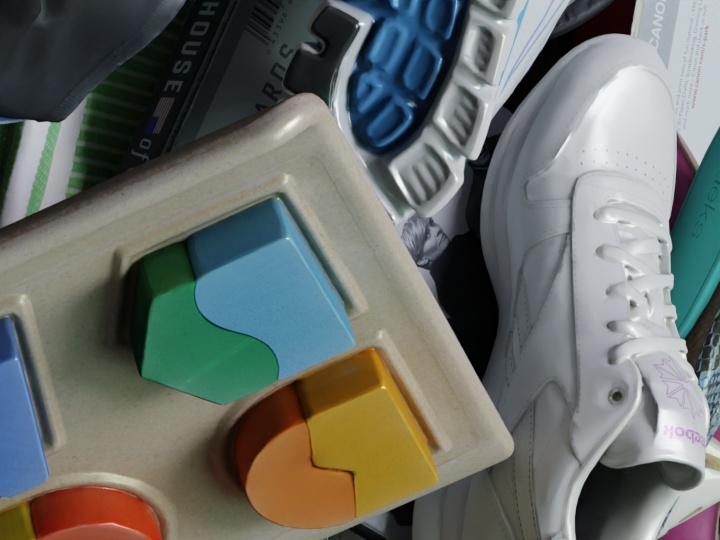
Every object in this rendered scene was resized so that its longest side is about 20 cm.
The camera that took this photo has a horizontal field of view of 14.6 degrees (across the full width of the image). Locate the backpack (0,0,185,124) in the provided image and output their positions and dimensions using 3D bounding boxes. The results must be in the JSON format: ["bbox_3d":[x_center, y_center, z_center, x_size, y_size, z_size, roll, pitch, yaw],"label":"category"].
[{"bbox_3d":[-0.110,-0.135,0.656,0.200,0.154,0.191,26,73,-51],"label":"backpack"}]

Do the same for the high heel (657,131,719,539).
[{"bbox_3d":[0.102,0.047,1.033,0.067,0.096,0.200,-89,165,-79],"label":"high heel"}]

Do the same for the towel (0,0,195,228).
[{"bbox_3d":[-0.049,-0.045,0.907,0.200,0.023,0.153,3,101,-57],"label":"towel"}]

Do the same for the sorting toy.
[{"bbox_3d":[-0.063,0.047,0.812,0.185,0.037,0.200,-24,142,6],"label":"sorting toy"}]

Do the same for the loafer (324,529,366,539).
[{"bbox_3d":[0.002,0.099,0.987,0.070,0.070,0.200,-23,128,-44],"label":"loafer"}]

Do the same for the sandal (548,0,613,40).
[{"bbox_3d":[0.090,-0.172,1.020,0.048,0.075,0.201,38,71,-74],"label":"sandal"}]

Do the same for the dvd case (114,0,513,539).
[{"bbox_3d":[0.000,0.000,0.912,0.200,0.025,0.150,35,72,-40],"label":"dvd case"}]

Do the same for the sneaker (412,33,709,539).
[{"bbox_3d":[0.083,0.023,0.910,0.075,0.100,0.200,16,84,-42],"label":"sneaker"}]

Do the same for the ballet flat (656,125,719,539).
[{"bbox_3d":[0.115,0.042,0.967,0.074,0.074,0.200,10,115,-57],"label":"ballet flat"}]

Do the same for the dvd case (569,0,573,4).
[{"bbox_3d":[0.084,-0.153,0.886,0.018,0.200,0.143,23,68,-15],"label":"dvd case"}]

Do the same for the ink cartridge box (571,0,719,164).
[{"bbox_3d":[0.132,-0.031,1.115,0.175,0.084,0.200,-1,105,-40],"label":"ink cartridge box"}]

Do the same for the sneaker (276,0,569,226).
[{"bbox_3d":[0.042,-0.109,0.815,0.200,0.075,0.087,-57,176,16],"label":"sneaker"}]
